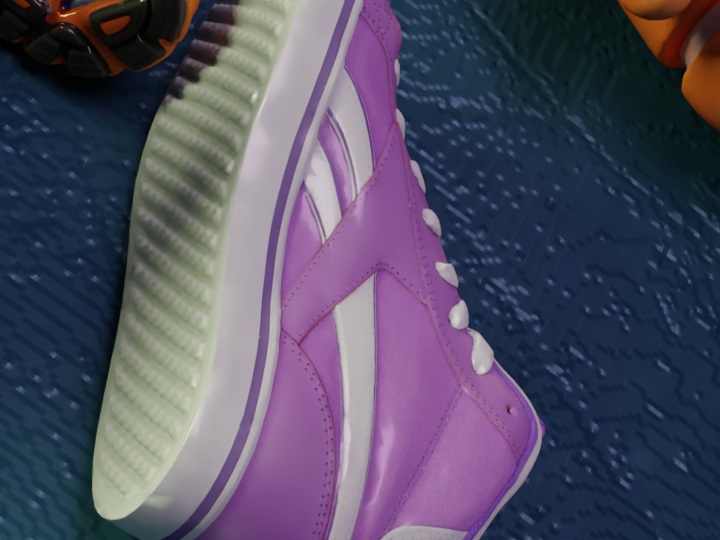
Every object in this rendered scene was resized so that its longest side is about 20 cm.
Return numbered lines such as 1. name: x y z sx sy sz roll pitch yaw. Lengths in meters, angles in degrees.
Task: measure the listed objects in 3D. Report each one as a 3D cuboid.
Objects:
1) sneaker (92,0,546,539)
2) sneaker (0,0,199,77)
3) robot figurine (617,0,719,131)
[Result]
1. sneaker: 0.000 0.000 0.797 0.114 0.073 0.201 26 58 -24
2. sneaker: -0.116 -0.139 0.814 0.200 0.075 0.078 46 35 -11
3. robot figurine: 0.123 -0.121 0.937 0.200 0.116 0.144 58 4 12
